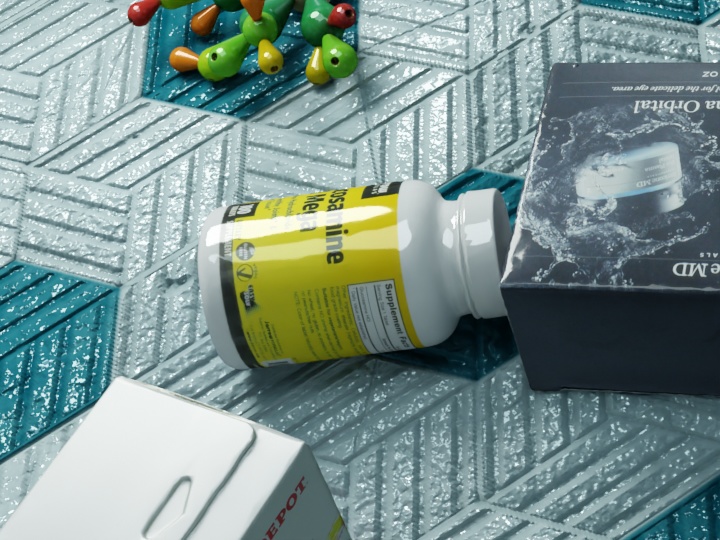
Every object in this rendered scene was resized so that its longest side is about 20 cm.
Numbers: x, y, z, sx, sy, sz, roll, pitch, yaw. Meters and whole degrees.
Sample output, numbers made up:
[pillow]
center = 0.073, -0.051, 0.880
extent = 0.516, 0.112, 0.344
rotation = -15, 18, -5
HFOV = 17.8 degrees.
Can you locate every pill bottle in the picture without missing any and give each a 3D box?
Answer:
[pill bottle]
center = 0.000, 0.000, 1.541
extent = 0.199, 0.113, 0.113
rotation = -8, 48, 11

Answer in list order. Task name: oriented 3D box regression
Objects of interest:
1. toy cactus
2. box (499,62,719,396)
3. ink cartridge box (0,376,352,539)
[toy cactus]
center = -0.068, -0.211, 1.775
extent = 0.200, 0.102, 0.165
rotation = 15, 46, 39
[box]
center = 0.211, -0.028, 1.495
extent = 0.196, 0.118, 0.200
rotation = 1, 52, 19
[ink cartridge box]
center = -0.097, 0.188, 1.348
extent = 0.144, 0.200, 0.145
rotation = 17, 57, 30
